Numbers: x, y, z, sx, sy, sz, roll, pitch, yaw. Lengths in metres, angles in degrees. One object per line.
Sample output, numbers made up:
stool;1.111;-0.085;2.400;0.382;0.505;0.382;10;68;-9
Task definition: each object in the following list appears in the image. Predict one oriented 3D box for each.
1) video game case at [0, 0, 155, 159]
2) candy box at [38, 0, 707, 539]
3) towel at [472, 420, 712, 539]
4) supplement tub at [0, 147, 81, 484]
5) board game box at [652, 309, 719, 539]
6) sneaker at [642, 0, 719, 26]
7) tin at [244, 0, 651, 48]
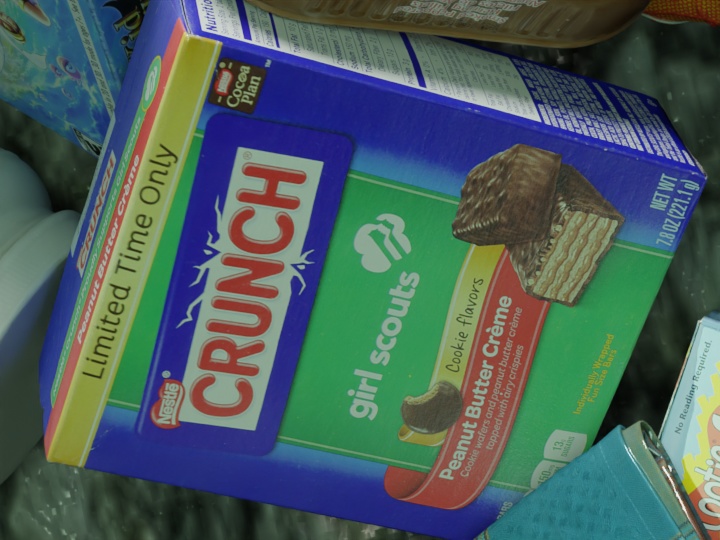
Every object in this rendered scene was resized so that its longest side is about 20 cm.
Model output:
video game case;-0.146;-0.135;0.787;0.181;0.201;0.045;33;67;25
candy box;0.000;0.000;0.774;0.198;0.077;0.170;14;113;-16
towel;0.057;0.165;0.744;0.200;0.022;0.147;-42;54;23
supplement tub;-0.212;-0.008;0.848;0.199;0.140;0.141;29;96;10
board game box;0.205;0.097;0.781;0.198;0.105;0.104;20;95;11
sneaker;0.165;-0.120;0.802;0.198;0.077;0.074;13;95;13
tin;0.027;-0.139;0.746;0.198;0.042;0.113;3;72;-22
